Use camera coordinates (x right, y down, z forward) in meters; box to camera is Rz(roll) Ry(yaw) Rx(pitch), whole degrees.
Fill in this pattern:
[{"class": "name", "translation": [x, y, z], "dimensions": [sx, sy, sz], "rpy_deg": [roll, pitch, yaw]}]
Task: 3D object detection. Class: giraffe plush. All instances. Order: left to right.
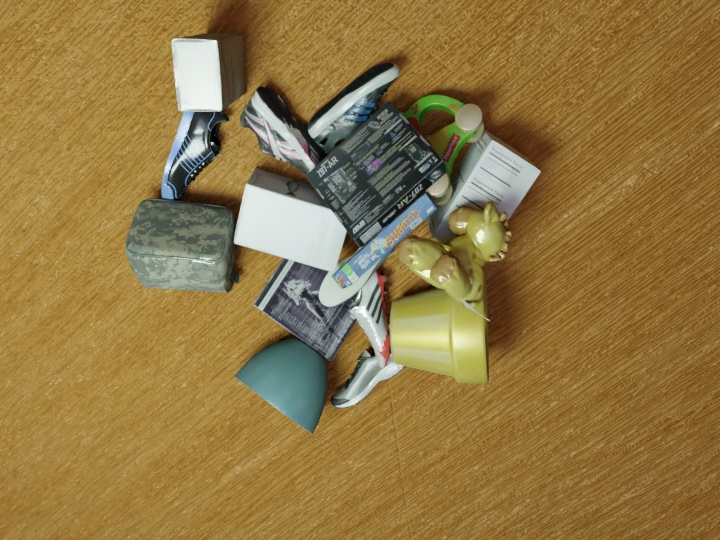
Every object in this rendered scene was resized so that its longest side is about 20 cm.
[{"class": "giraffe plush", "translation": [0.180, -0.039, 1.019], "dimensions": [0.197, 0.173, 0.164], "rpy_deg": [34, 89, 4]}]

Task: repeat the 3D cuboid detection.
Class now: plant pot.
[{"class": "plant pot", "translation": [-0.143, 0.221, 1.238], "dimensions": [0.199, 0.199, 0.136], "rpy_deg": [40, 74, -16]}, {"class": "plant pot", "translation": [0.159, 0.118, 1.185], "dimensions": [0.183, 0.202, 0.206], "rpy_deg": [-2, 115, 15]}]

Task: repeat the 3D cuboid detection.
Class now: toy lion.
[{"class": "toy lion", "translation": [0.101, -0.224, 1.076], "dimensions": [0.189, 0.069, 0.204], "rpy_deg": [29, 90, 18]}]

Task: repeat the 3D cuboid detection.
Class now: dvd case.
[{"class": "dvd case", "translation": [-0.097, 0.064, 1.213], "dimensions": [0.198, 0.016, 0.151], "rpy_deg": [37, 80, -16]}]

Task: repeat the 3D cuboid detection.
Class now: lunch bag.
[{"class": "lunch bag", "translation": [-0.334, -0.030, 1.140], "dimensions": [0.193, 0.142, 0.170], "rpy_deg": [5, 144, -3]}]

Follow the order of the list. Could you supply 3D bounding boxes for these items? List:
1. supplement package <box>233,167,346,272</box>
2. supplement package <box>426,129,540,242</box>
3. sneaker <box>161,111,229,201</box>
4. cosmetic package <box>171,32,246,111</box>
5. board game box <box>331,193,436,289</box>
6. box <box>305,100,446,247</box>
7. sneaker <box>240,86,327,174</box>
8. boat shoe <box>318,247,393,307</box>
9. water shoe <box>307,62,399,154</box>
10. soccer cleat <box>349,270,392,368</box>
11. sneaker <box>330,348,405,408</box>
[{"class": "supplement package", "translation": [-0.125, -0.096, 1.124], "dimensions": [0.194, 0.118, 0.120], "rpy_deg": [16, 113, -8]}, {"class": "supplement package", "translation": [0.222, -0.139, 1.109], "dimensions": [0.108, 0.114, 0.203], "rpy_deg": [27, 112, -11]}, {"class": "sneaker", "translation": [-0.305, -0.209, 1.101], "dimensions": [0.076, 0.070, 0.204], "rpy_deg": [23, 111, -5]}, {"class": "cosmetic package", "translation": [-0.241, -0.329, 0.978], "dimensions": [0.071, 0.201, 0.106], "rpy_deg": [1, 115, -1]}, {"class": "board game box", "translation": [0.038, -0.048, 1.062], "dimensions": [0.199, 0.135, 0.035], "rpy_deg": [-42, 92, -9]}, {"class": "box", "translation": [0.025, -0.167, 1.029], "dimensions": [0.199, 0.044, 0.161], "rpy_deg": [-41, 66, 2]}, {"class": "sneaker", "translation": [-0.139, -0.235, 1.099], "dimensions": [0.085, 0.081, 0.201], "rpy_deg": [-30, 109, 32]}, {"class": "boat shoe", "translation": [0.000, 0.000, 1.158], "dimensions": [0.072, 0.062, 0.201], "rpy_deg": [36, 76, 24]}, {"class": "water shoe", "translation": [-0.003, -0.290, 1.074], "dimensions": [0.197, 0.072, 0.079], "rpy_deg": [-32, 119, 19]}, {"class": "soccer cleat", "translation": [0.020, 0.098, 1.216], "dimensions": [0.083, 0.069, 0.207], "rpy_deg": [-6, 96, -10]}, {"class": "sneaker", "translation": [0.009, 0.220, 1.292], "dimensions": [0.199, 0.074, 0.080], "rpy_deg": [-40, 99, 9]}]
